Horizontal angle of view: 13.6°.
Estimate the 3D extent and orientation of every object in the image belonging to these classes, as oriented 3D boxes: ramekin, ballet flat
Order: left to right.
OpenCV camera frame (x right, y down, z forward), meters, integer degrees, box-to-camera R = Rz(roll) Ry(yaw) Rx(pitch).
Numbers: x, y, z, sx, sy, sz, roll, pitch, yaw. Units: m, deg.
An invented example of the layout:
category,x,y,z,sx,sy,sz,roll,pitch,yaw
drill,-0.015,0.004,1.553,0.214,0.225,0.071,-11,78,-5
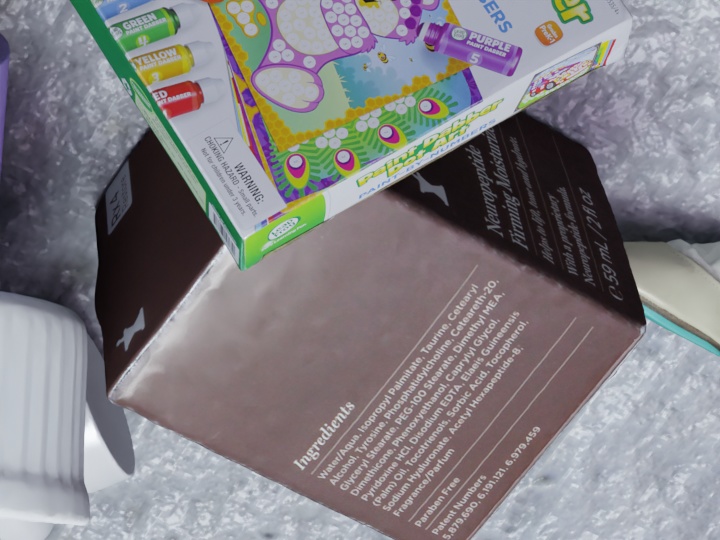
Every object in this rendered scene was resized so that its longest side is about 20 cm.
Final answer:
category,x,y,z,sx,sy,sz,roll,pitch,yaw
ramekin,-0.215,0.056,1.345,0.200,0.200,0.098,8,85,-13
ballet flat,0.196,0.024,1.544,0.200,0.070,0.069,36,112,-29

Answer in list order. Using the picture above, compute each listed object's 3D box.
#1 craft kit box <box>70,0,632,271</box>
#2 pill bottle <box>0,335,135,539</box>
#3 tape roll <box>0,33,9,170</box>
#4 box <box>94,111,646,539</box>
category,x,y,z,sx,sy,sz,roll,pitch,yaw
craft kit box,-0.018,-0.131,1.303,0.197,0.200,0.049,-30,163,-14
pill bottle,-0.219,0.100,1.497,0.199,0.112,0.112,-22,123,6
tape roll,-0.256,-0.066,1.321,0.199,0.200,0.085,4,109,-11
box,0.000,0.000,1.430,0.200,0.166,0.164,28,116,-24
